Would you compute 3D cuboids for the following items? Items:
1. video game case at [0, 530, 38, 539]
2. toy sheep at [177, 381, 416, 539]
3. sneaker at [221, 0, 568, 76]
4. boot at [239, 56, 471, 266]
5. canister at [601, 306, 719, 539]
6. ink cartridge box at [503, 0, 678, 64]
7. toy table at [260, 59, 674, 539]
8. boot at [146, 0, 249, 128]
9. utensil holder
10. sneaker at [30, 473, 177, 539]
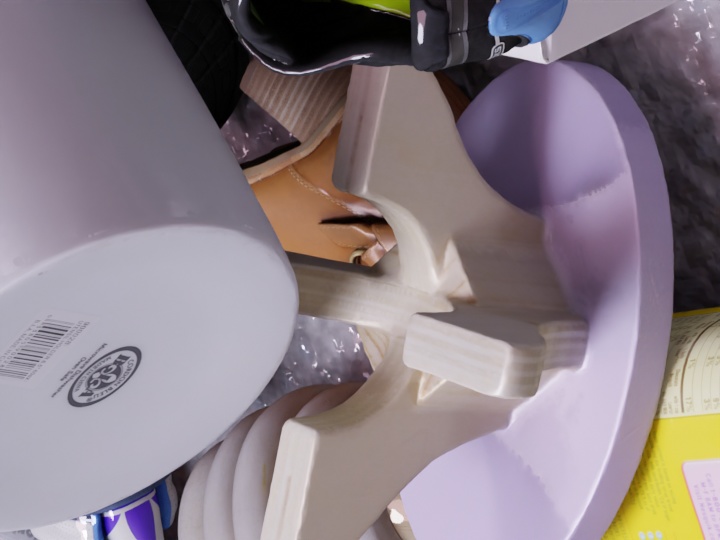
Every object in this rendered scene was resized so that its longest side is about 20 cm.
[{"bbox_3d":[-0.158,0.147,1.293,0.143,0.200,0.018,-7,61,47],"label":"video game case"},{"bbox_3d":[-0.009,0.114,1.144,0.199,0.138,0.139,-22,95,37],"label":"toy sheep"},{"bbox_3d":[-0.025,-0.111,0.876,0.199,0.083,0.071,23,129,38],"label":"sneaker"},{"bbox_3d":[0.000,0.000,1.117,0.155,0.074,0.200,41,138,16],"label":"boot"},{"bbox_3d":[0.168,0.078,0.976,0.199,0.086,0.149,-9,103,49],"label":"canister"},{"bbox_3d":[0.042,-0.159,0.942,0.199,0.128,0.126,17,123,40],"label":"ink cartridge box"},{"bbox_3d":[0.029,0.020,0.968,0.183,0.117,0.202,1,88,47],"label":"toy table"},{"bbox_3d":[-0.144,-0.132,1.133,0.150,0.200,0.073,35,92,36],"label":"boot"},{"bbox_3d":[-0.132,-0.033,0.944,0.200,0.169,0.170,58,142,30],"label":"utensil holder"},{"bbox_3d":[-0.104,0.055,1.137,0.147,0.080,0.200,61,147,2],"label":"sneaker"}]
